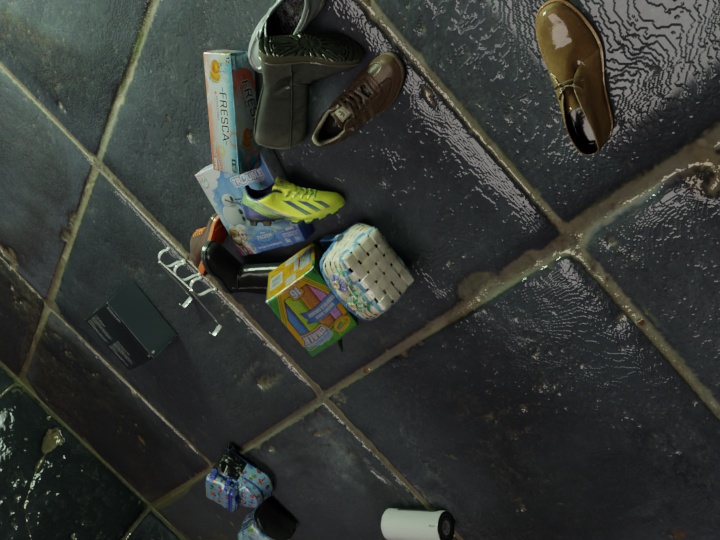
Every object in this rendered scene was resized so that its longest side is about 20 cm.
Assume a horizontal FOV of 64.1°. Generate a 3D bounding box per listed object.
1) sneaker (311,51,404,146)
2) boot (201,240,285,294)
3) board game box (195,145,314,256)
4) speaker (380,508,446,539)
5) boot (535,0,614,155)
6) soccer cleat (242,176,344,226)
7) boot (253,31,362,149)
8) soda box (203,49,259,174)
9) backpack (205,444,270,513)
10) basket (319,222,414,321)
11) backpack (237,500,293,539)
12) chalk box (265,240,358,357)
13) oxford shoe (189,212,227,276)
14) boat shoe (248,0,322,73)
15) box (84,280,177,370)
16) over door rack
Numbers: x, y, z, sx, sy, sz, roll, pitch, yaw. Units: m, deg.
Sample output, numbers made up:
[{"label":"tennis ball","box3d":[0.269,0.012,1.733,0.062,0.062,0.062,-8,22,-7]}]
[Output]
[{"label":"sneaker","box3d":[-0.006,-0.259,0.917,0.071,0.076,0.199,46,135,-7]},{"label":"boot","box3d":[-0.218,-0.001,1.214,0.193,0.068,0.166,5,152,17]},{"label":"board game box","box3d":[-0.217,-0.138,1.170,0.195,0.044,0.203,-11,116,37]},{"label":"speaker","box3d":[0.148,0.680,1.527,0.196,0.082,0.082,-18,113,41]},{"label":"boot","box3d":[0.278,-0.247,0.743,0.072,0.076,0.204,-13,114,40]},{"label":"soccer cleat","box3d":[-0.127,-0.133,1.067,0.193,0.065,0.087,-5,109,6]},{"label":"boot","box3d":[-0.092,-0.286,0.948,0.175,0.074,0.203,-1,144,-7]},{"label":"soda box","box3d":[-0.227,-0.281,1.023,0.067,0.063,0.207,14,117,27]},{"label":"backpack","box3d":[-0.386,0.694,1.853,0.196,0.136,0.185,28,135,8]},{"label":"basket","box3d":[0.000,0.000,1.080,0.177,0.139,0.200,49,169,-9]},{"label":"backpack","box3d":[-0.336,0.884,1.974,0.163,0.156,0.199,42,148,-12]},{"label":"chalk box","box3d":[-0.082,0.072,1.149,0.122,0.126,0.202,-33,115,11]},{"label":"oxford shoe","box3d":[-0.351,-0.068,1.294,0.072,0.071,0.201,40,136,4]},{"label":"boat shoe","box3d":[-0.132,-0.382,0.909,0.070,0.072,0.199,49,134,-10]},{"label":"box","box3d":[-0.656,0.162,1.644,0.179,0.105,0.202,-22,110,43]},{"label":"over door rack","box3d":[-0.406,0.046,1.404,0.146,0.066,0.203,35,151,29]}]
